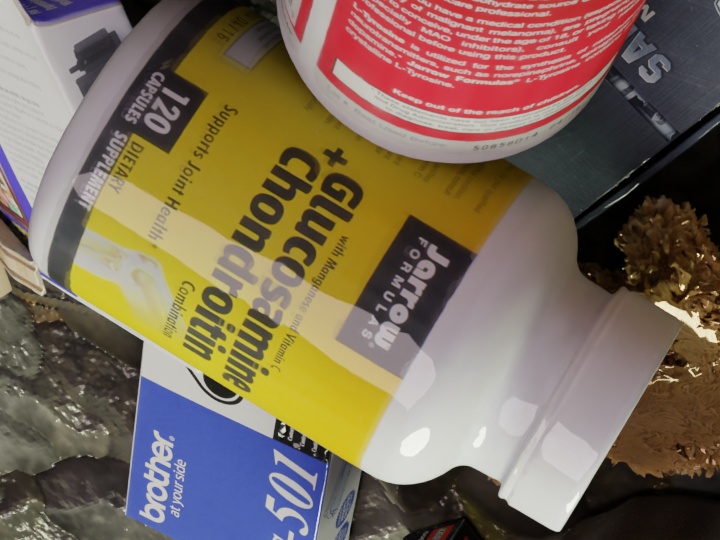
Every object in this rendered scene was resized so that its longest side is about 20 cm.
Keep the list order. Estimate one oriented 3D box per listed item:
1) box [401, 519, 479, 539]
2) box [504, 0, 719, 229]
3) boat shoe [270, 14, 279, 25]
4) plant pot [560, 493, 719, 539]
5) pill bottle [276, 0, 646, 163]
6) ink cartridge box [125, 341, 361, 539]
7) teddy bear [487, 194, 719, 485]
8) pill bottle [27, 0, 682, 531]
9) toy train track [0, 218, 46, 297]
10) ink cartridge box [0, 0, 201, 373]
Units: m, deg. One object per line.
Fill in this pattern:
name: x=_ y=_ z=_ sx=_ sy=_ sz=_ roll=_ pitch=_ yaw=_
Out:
box: x=0.057 y=0.227 z=1.155 sx=0.038 sy=0.137 sz=0.200 roll=-19 pitch=114 yaw=42
box: x=0.061 y=-0.130 z=0.912 sx=0.200 sy=0.051 sz=0.158 roll=49 pitch=135 yaw=-3
boat shoe: x=0.024 y=-0.011 z=1.018 sx=0.059 sy=0.072 sz=0.200 roll=5 pitch=131 yaw=44
plant pot: x=0.110 y=0.204 z=1.057 sx=0.200 sy=0.198 sz=0.200 roll=14 pitch=130 yaw=18
pill bottle: x=0.040 y=-0.117 z=0.775 sx=0.112 sy=0.112 sz=0.200 roll=33 pitch=158 yaw=4
ink cartridge box: x=-0.042 y=0.043 z=1.132 sx=0.094 sy=0.044 sz=0.200 roll=24 pitch=134 yaw=14
teddy bear: x=0.109 y=0.028 z=0.976 sx=0.200 sy=0.067 sz=0.145 roll=-19 pitch=129 yaw=29
pill bottle: x=0.000 y=0.000 z=0.888 sx=0.200 sy=0.112 sz=0.112 roll=31 pitch=135 yaw=6
toy train track: x=-0.178 y=-0.050 z=1.071 sx=0.115 sy=0.033 sz=0.200 roll=46 pitch=160 yaw=33
ink cartridge box: x=-0.129 y=-0.073 z=1.028 sx=0.198 sy=0.043 sz=0.200 roll=27 pitch=148 yaw=56
